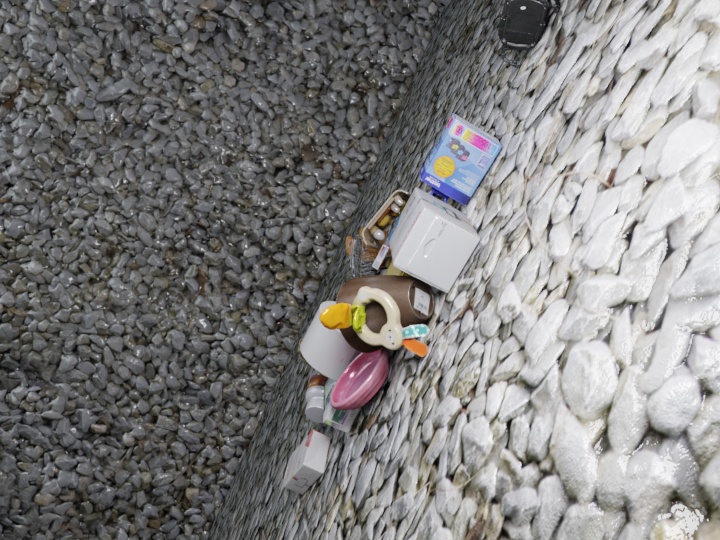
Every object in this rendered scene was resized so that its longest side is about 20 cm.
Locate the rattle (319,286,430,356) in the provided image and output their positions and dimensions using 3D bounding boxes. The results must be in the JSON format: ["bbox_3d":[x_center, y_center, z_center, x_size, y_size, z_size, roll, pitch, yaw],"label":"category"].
[{"bbox_3d":[0.036,0.122,1.223,0.131,0.200,0.142,-54,-28,10],"label":"rattle"}]

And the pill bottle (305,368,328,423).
[{"bbox_3d":[-0.107,0.363,1.786,0.113,0.111,0.202,-55,13,42],"label":"pill bottle"}]

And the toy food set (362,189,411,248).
[{"bbox_3d":[0.098,-0.154,1.772,0.201,0.060,0.143,-49,-18,13],"label":"toy food set"}]

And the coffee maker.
[{"bbox_3d":[0.418,-0.680,1.491,0.192,0.133,0.202,-51,16,56],"label":"coffee maker"}]

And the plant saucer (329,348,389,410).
[{"bbox_3d":[0.004,0.277,1.463,0.200,0.051,0.201,-44,11,11],"label":"plant saucer"}]

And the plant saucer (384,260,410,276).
[{"bbox_3d":[0.099,0.048,1.651,0.202,0.048,0.200,-64,10,11],"label":"plant saucer"}]

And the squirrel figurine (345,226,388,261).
[{"bbox_3d":[0.042,-0.067,2.088,0.186,0.140,0.203,-32,47,54],"label":"squirrel figurine"}]

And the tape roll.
[{"bbox_3d":[-0.057,0.203,1.655,0.141,0.200,0.203,-60,11,18],"label":"tape roll"}]

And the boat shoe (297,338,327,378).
[{"bbox_3d":[-0.117,0.266,1.755,0.076,0.198,0.075,-48,-38,-34],"label":"boat shoe"}]

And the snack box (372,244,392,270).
[{"bbox_3d":[0.088,-0.040,1.744,0.073,0.024,0.200,-63,-16,10],"label":"snack box"}]

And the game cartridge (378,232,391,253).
[{"bbox_3d":[0.132,-0.126,1.811,0.133,0.041,0.201,-48,-5,-45],"label":"game cartridge"}]

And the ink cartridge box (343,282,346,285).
[{"bbox_3d":[-0.021,0.139,1.852,0.200,0.083,0.148,-94,11,-74],"label":"ink cartridge box"}]

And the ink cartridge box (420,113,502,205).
[{"bbox_3d":[0.235,-0.257,1.415,0.202,0.135,0.077,-60,7,26],"label":"ink cartridge box"}]

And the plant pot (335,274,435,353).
[{"bbox_3d":[0.074,0.088,1.362,0.198,0.186,0.189,-18,42,45],"label":"plant pot"}]

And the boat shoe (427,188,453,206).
[{"bbox_3d":[0.213,-0.199,1.600,0.201,0.064,0.073,-84,21,-65],"label":"boat shoe"}]

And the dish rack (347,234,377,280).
[{"bbox_3d":[0.000,0.000,1.643,0.200,0.054,0.156,54,-148,-55],"label":"dish rack"}]

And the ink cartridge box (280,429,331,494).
[{"bbox_3d":[-0.163,0.573,1.698,0.201,0.067,0.117,-54,14,41],"label":"ink cartridge box"}]

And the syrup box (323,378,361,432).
[{"bbox_3d":[-0.053,0.355,1.609,0.200,0.080,0.080,-97,32,-74],"label":"syrup box"}]

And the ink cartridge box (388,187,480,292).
[{"bbox_3d":[0.162,-0.074,1.327,0.148,0.144,0.201,-60,10,18],"label":"ink cartridge box"}]
